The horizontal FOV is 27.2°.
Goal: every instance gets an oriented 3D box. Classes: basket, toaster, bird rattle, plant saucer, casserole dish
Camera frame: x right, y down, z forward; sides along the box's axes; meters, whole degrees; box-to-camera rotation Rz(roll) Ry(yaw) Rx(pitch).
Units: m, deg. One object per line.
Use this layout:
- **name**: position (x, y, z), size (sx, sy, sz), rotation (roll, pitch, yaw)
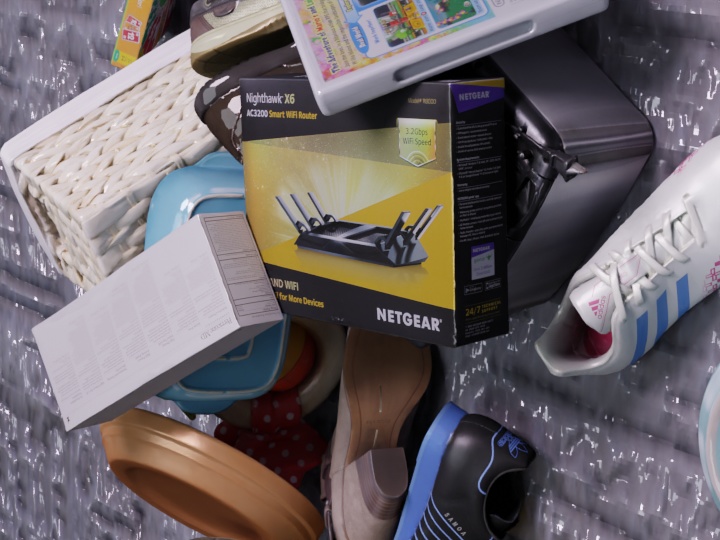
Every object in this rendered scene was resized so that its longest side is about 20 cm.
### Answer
- **basket**: position (-0.153, -0.073, 1.162), size (0.123, 0.199, 0.136), rotation (37, 154, 41)
- **toaster**: position (0.079, -0.073, 0.994), size (0.200, 0.118, 0.182), rotation (52, 133, 27)
- **bird rattle**: position (-0.080, 0.087, 1.192), size (0.163, 0.200, 0.113), rotation (-42, 25, 12)
- **plant saucer**: position (-0.124, 0.175, 1.188), size (0.199, 0.200, 0.038), rotation (2, 57, 47)
- **casserole dish**: position (-0.100, 0.014, 1.104), size (0.039, 0.120, 0.202), rotation (23, 109, 60)

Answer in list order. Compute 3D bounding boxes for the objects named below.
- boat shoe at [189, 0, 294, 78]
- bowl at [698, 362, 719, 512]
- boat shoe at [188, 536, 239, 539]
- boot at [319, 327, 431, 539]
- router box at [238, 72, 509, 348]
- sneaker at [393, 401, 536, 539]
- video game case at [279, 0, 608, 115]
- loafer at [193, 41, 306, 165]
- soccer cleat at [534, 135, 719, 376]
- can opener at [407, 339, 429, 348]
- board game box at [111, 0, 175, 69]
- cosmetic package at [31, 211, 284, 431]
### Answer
- **boat shoe**: position (-0.041, -0.205, 1.087), size (0.199, 0.072, 0.067), rotation (-21, 74, 18)
- **bowl**: position (0.270, 0.095, 0.834), size (0.200, 0.104, 0.203), rotation (12, 107, 46)
- **boat shoe**: position (-0.064, 0.275, 1.198), size (0.074, 0.199, 0.076), rotation (-26, 39, 65)
- **boot**: position (0.002, 0.124, 1.161), size (0.146, 0.070, 0.202), rotation (122, 154, -61)
- **router box**: position (0.005, -0.045, 0.954), size (0.199, 0.052, 0.159), rotation (8, 104, 47)
- **sneaker**: position (0.073, 0.193, 1.100), size (0.077, 0.070, 0.201), rotation (25, 127, 20)
- **video game case**: position (0.038, -0.190, 0.935), size (0.201, 0.180, 0.024), rotation (-110, -1, -47)
- **loafer**: position (-0.019, -0.135, 1.068), size (0.199, 0.073, 0.072), rotation (-27, 77, 8)
- **soccer cleat**: position (0.181, -0.001, 0.923), size (0.070, 0.086, 0.201), rotation (53, 132, 25)
- **can opener**: position (0.000, 0.000, 1.086), size (0.079, 0.063, 0.200), rotation (-63, 26, 15)
- **board game box**: position (-0.159, -0.271, 1.234), size (0.030, 0.096, 0.201), rotation (20, 122, 1)
- **cosmetic package**: position (-0.145, 0.038, 1.042), size (0.199, 0.050, 0.083), rotation (-30, 75, 37)
